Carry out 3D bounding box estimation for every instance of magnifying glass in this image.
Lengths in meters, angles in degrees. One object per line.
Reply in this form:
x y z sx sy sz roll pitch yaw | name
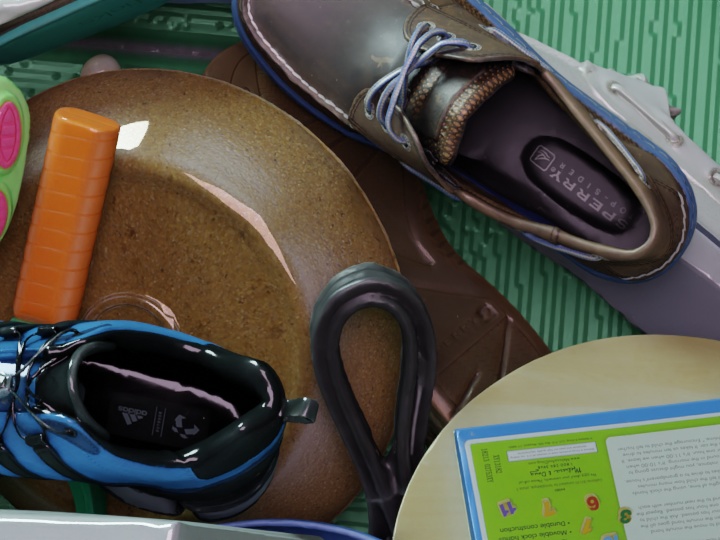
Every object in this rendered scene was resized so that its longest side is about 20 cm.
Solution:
-0.122 0.037 1.106 0.079 0.022 0.200 18 109 12 | magnifying glass

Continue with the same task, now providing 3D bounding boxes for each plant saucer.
-0.081 0.025 1.119 0.200 0.035 0.201 4 104 15 | plant saucer

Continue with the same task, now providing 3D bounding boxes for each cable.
0.018 0.090 1.112 0.097 0.050 0.200 -24 108 12 | cable

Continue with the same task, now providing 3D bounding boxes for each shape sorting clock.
0.109 0.111 1.040 0.199 0.039 0.200 0 54 0 | shape sorting clock

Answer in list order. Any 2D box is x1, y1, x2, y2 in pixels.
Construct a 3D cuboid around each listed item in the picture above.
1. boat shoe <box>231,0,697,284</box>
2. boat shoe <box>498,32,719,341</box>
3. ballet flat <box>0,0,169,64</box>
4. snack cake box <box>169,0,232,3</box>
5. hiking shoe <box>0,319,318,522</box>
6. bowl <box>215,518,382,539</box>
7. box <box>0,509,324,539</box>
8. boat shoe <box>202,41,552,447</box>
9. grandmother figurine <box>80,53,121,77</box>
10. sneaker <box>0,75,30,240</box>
0.038 -0.065 1.102 0.200 0.072 0.072 30 95 7 | boat shoe
0.097 -0.046 1.175 0.200 0.071 0.070 40 53 11 | boat shoe
-0.157 -0.097 1.112 0.200 0.069 0.070 -26 80 7 | ballet flat
-0.112 -0.171 1.175 0.199 0.067 0.115 0 61 -1 | snack cake box
-0.120 0.039 1.033 0.199 0.087 0.075 4 69 -12 | hiking shoe
-0.029 0.190 1.071 0.200 0.039 0.201 -2 83 12 | bowl
-0.095 0.179 0.963 0.130 0.200 0.200 0 83 13 | box
0.000 0.000 1.157 0.073 0.063 0.200 -30 80 -25 | boat shoe
-0.123 -0.029 1.169 0.200 0.061 0.121 34 108 3 | grandmother figurine
-0.195 -0.008 1.113 0.077 0.084 0.200 24 120 -31 | sneaker
